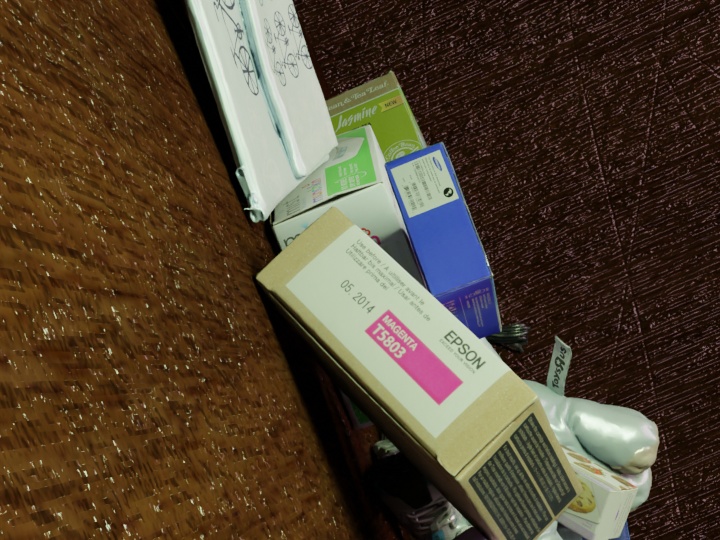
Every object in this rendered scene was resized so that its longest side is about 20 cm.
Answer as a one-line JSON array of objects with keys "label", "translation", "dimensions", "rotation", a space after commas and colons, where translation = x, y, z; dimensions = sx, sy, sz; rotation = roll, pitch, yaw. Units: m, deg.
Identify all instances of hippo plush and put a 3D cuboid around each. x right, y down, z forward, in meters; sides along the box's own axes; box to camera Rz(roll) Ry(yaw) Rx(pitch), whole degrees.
[{"label": "hippo plush", "translation": [0.157, 0.181, 1.466], "dimensions": [0.161, 0.158, 0.201], "rotation": [-69, 157, -44]}]

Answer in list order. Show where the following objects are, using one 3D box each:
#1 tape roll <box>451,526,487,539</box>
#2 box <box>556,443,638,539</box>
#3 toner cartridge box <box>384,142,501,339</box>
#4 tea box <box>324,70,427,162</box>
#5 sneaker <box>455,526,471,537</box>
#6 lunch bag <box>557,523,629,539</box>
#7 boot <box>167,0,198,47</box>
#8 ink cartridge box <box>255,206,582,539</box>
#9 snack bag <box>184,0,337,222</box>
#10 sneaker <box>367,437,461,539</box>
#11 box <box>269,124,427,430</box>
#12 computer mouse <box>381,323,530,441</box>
[{"label": "tape roll", "translation": [0.102, 0.266, 1.148], "dimensions": [0.201, 0.065, 0.200], "rotation": [56, -4, 7]}, {"label": "box", "translation": [0.098, 0.123, 1.234], "dimensions": [0.199, 0.042, 0.039], "rotation": [29, 15, 35]}, {"label": "toner cartridge box", "translation": [0.059, -0.012, 1.217], "dimensions": [0.200, 0.043, 0.096], "rotation": [62, 9, -77]}, {"label": "tea box", "translation": [0.025, -0.039, 1.696], "dimensions": [0.200, 0.133, 0.198], "rotation": [62, 6, -54]}, {"label": "sneaker", "translation": [0.110, 0.289, 1.332], "dimensions": [0.079, 0.130, 0.199], "rotation": [12, 21, -42]}, {"label": "lunch bag", "translation": [0.172, 0.235, 1.642], "dimensions": [0.201, 0.135, 0.133], "rotation": [-94, -164, -47]}, {"label": "boot", "translation": [-0.102, -0.182, 1.356], "dimensions": [0.201, 0.069, 0.174], "rotation": [63, 10, -9]}, {"label": "ink cartridge box", "translation": [0.040, 0.074, 1.148], "dimensions": [0.200, 0.075, 0.165], "rotation": [44, -8, 30]}, {"label": "snack bag", "translation": [-0.071, -0.149, 1.289], "dimensions": [0.200, 0.021, 0.190], "rotation": [-50, 126, -68]}, {"label": "sneaker", "translation": [0.052, 0.168, 1.344], "dimensions": [0.200, 0.074, 0.087], "rotation": [-24, 97, -86]}, {"label": "box", "translation": [0.000, 0.000, 1.408], "dimensions": [0.200, 0.096, 0.178], "rotation": [-97, 166, -74]}, {"label": "computer mouse", "translation": [0.075, 0.095, 1.561], "dimensions": [0.200, 0.109, 0.044], "rotation": [-62, 160, -53]}]
